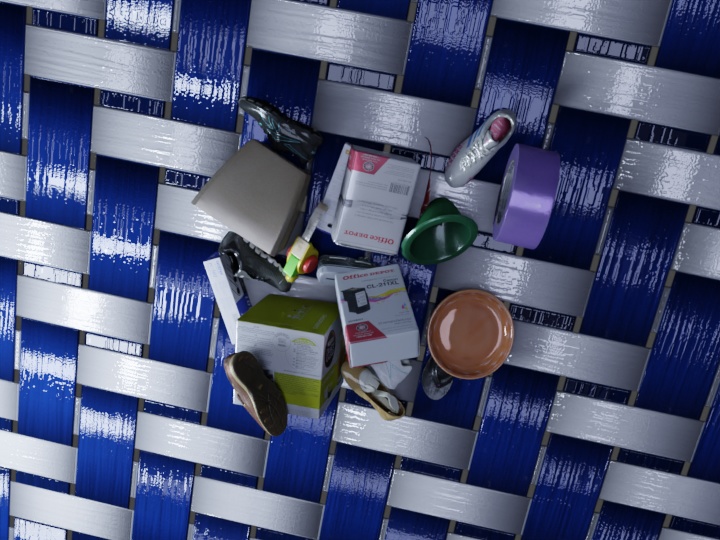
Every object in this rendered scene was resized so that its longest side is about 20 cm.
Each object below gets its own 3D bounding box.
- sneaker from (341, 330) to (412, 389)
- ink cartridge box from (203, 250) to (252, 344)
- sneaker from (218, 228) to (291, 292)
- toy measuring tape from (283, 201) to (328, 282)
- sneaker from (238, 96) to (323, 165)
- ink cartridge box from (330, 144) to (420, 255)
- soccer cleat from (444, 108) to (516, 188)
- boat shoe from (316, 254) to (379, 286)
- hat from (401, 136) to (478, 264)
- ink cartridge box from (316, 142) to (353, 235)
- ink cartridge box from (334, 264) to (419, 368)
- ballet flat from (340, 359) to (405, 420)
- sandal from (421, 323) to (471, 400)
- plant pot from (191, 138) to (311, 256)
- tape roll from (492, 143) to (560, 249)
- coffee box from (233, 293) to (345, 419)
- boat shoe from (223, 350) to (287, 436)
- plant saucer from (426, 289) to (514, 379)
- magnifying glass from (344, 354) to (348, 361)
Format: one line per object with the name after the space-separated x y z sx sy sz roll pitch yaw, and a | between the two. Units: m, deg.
0.038 0.182 1.579 0.080 0.071 0.200 -40 115 14 | sneaker
-0.293 0.057 1.594 0.044 0.094 0.202 -14 104 10 | ink cartridge box
-0.242 -0.007 1.558 0.200 0.066 0.091 47 62 -21 | sneaker
-0.111 -0.060 1.542 0.073 0.074 0.201 28 108 -2 | toy measuring tape
-0.180 -0.301 1.491 0.199 0.075 0.080 31 109 -2 | sneaker
0.029 -0.148 1.473 0.144 0.085 0.202 11 107 -12 | ink cartridge box
0.245 -0.253 1.447 0.070 0.086 0.200 39 106 -5 | soccer cleat
0.000 0.000 1.552 0.198 0.072 0.072 11 143 -19 | boat shoe
0.160 -0.139 1.520 0.164 0.177 0.200 13 140 -35 | hat
-0.025 -0.170 1.529 0.094 0.037 0.202 22 104 -1 | ink cartridge box
0.030 0.090 1.446 0.144 0.201 0.083 -10 134 -5 | ink cartridge box
0.036 0.274 1.611 0.063 0.069 0.200 -10 131 48 | ballet flat
0.194 0.210 1.602 0.075 0.048 0.202 21 106 0 | sandal
-0.210 -0.167 1.480 0.199 0.200 0.178 32 96 -3 | plant pot
0.332 -0.149 1.407 0.084 0.200 0.202 12 107 2 | tape roll
-0.150 0.182 1.547 0.198 0.200 0.200 8 106 12 | coffee box
-0.218 0.254 1.447 0.067 0.072 0.201 -10 114 49 | boat shoe
0.244 0.141 1.562 0.198 0.037 0.203 0 94 -5 | plant saucer
0.035 0.190 1.632 0.198 0.022 0.080 -17 103 9 | magnifying glass
